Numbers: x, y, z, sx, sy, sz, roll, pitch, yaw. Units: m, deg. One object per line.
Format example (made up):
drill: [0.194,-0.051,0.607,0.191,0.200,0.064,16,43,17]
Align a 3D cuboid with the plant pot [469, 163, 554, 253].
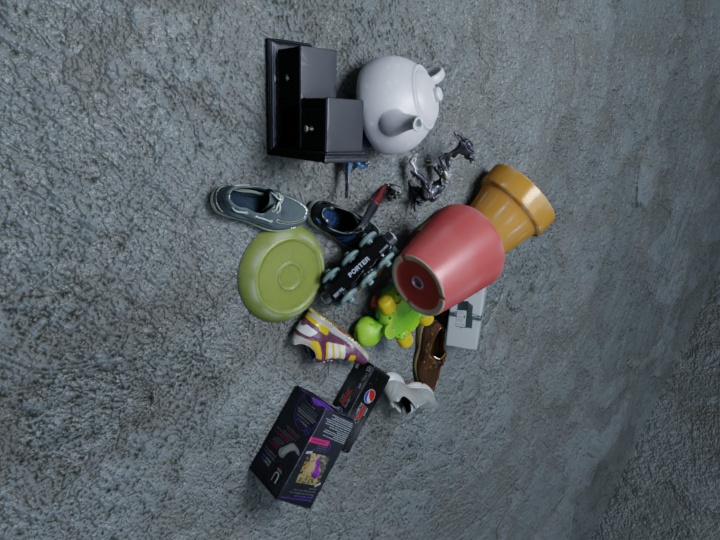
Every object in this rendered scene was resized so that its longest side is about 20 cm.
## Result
plant pot: [0.346,-0.127,1.326,0.183,0.200,0.200,-45,128,0]

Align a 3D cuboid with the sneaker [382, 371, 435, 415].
sneaker: [0.122,0.326,1.317,0.198,0.093,0.076,27,117,-37]

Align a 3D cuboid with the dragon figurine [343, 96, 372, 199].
dragon figurine: [-0.024,-0.250,1.058,0.099,0.058,0.203,32,78,-38]

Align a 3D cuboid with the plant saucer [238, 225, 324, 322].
plant saucer: [-0.146,0.009,1.056,0.197,0.031,0.204,-12,110,-36]

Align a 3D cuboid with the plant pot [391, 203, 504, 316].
plant pot: [0.171,-0.013,1.106,0.176,0.199,0.204,-34,122,-32]

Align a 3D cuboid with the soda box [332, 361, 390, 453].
soda box: [-0.015,0.311,1.231,0.071,0.063,0.202,38,79,-40]

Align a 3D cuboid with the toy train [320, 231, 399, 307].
toy train: [0.000,0.000,1.110,0.200,0.085,0.114,-43,170,-1]

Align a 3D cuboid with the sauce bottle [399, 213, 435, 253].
sauce bottle: [0.152,-0.072,1.255,0.199,0.066,0.067,-39,124,-21]

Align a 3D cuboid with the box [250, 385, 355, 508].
box: [-0.121,0.371,1.123,0.106,0.121,0.202,37,80,-40]

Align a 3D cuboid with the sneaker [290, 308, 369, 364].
sneaker: [-0.066,0.165,1.148,0.200,0.075,0.091,41,85,-32]

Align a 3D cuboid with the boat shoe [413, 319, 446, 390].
boat shoe: [0.183,0.222,1.363,0.071,0.067,0.204,-14,112,-35]

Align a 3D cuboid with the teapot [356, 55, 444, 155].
teapot: [0.091,-0.330,1.035,0.197,0.143,0.205,12,73,-63]

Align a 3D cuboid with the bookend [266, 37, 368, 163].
bookend: [-0.077,-0.293,0.912,0.091,0.199,0.203,-9,110,-36]

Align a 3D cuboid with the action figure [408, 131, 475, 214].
action figure: [0.165,-0.223,1.196,0.200,0.103,0.118,-44,170,27]

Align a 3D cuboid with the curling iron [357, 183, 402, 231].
curling iron: [0.038,-0.136,1.107,0.200,0.049,0.026,-51,148,-50]

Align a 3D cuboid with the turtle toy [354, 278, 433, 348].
turtle toy: [0.070,0.099,1.212,0.200,0.100,0.147,-42,124,-21]

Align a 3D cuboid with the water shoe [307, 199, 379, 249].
water shoe: [-0.022,-0.085,1.096,0.198,0.078,0.073,17,93,-41]

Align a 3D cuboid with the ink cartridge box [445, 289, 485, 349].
ink cartridge box: [0.272,0.080,1.344,0.146,0.081,0.204,-35,132,-69]

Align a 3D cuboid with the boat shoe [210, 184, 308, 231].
boat shoe: [-0.171,-0.116,0.970,0.197,0.061,0.074,8,82,-39]
